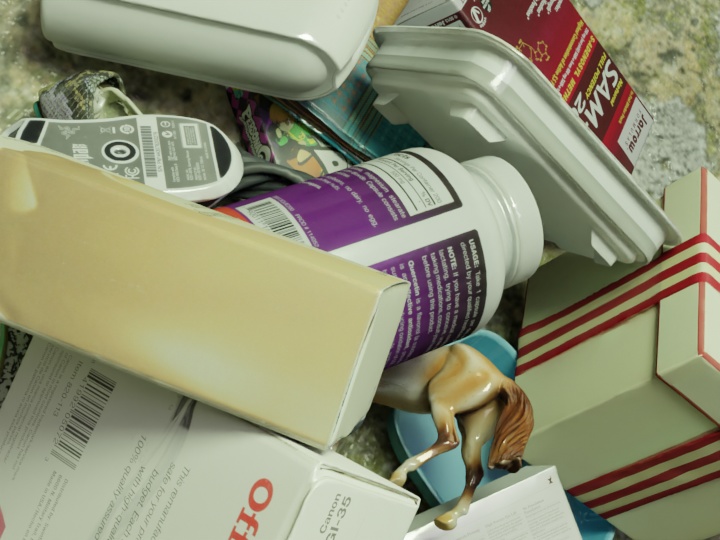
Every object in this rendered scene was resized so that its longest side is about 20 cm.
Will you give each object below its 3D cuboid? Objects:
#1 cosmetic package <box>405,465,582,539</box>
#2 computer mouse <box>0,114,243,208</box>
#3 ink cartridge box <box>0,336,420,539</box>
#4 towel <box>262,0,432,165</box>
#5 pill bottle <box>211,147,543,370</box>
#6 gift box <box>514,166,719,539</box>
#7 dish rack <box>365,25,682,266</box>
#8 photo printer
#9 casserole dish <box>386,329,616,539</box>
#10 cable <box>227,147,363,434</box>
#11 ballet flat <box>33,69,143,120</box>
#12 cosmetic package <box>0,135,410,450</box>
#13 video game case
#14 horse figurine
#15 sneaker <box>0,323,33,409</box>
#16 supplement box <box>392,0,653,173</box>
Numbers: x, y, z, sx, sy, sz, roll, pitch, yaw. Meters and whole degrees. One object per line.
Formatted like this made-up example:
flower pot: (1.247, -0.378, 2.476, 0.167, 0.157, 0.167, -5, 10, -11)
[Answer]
cosmetic package: (0.040, 0.193, 0.775, 0.199, 0.051, 0.083, -20, 90, -19)
computer mouse: (-0.161, -0.045, 0.673, 0.198, 0.044, 0.110, 0, 43, -14)
ink cartridge box: (-0.091, 0.125, 0.578, 0.083, 0.199, 0.147, 29, 85, -50)
towel: (0.013, -0.167, 0.888, 0.146, 0.022, 0.201, 36, 57, -13)
pill bottle: (0.000, 0.000, 0.700, 0.199, 0.112, 0.113, -19, 83, -27)
gift box: (0.233, 0.064, 0.853, 0.199, 0.186, 0.186, 32, 46, -26)
dish rack: (0.093, -0.071, 0.797, 0.200, 0.171, 0.044, 41, 80, -28)
photo printer: (-0.085, -0.194, 0.809, 0.198, 0.070, 0.167, 12, 56, -2)
casserole dish: (0.092, 0.135, 0.860, 0.121, 0.039, 0.201, -38, 94, -34)
cable: (-0.077, 0.017, 0.779, 0.162, 0.051, 0.201, -7, 68, -4)
ballet flat: (-0.132, -0.038, 0.735, 0.072, 0.072, 0.201, -9, 61, -32)
cosmetic package: (-0.085, 0.005, 0.564, 0.199, 0.105, 0.072, 20, 94, 7)
video game case: (0.010, -0.103, 0.897, 0.199, 0.036, 0.183, -14, 79, -32)
horse figurine: (0.030, 0.080, 0.783, 0.133, 0.199, 0.050, -55, 139, -29)
sneaker: (-0.182, 0.015, 0.704, 0.088, 0.077, 0.201, 24, 41, -25)
supplement box: (0.120, -0.137, 0.901, 0.200, 0.061, 0.109, 48, 51, -24)
